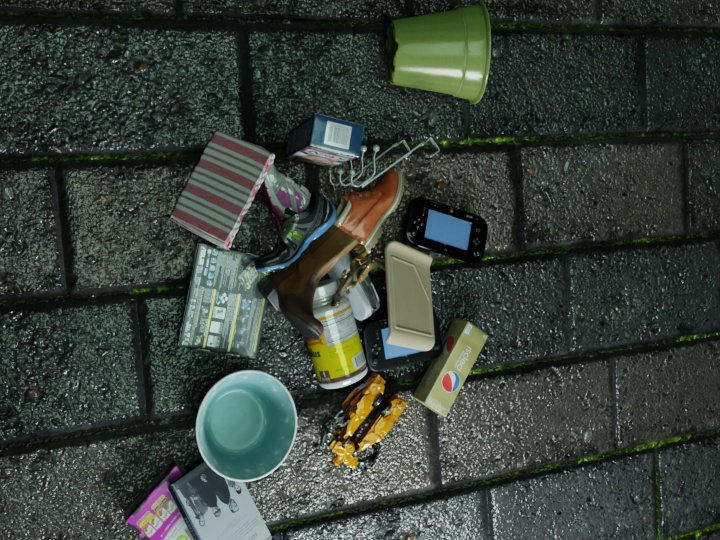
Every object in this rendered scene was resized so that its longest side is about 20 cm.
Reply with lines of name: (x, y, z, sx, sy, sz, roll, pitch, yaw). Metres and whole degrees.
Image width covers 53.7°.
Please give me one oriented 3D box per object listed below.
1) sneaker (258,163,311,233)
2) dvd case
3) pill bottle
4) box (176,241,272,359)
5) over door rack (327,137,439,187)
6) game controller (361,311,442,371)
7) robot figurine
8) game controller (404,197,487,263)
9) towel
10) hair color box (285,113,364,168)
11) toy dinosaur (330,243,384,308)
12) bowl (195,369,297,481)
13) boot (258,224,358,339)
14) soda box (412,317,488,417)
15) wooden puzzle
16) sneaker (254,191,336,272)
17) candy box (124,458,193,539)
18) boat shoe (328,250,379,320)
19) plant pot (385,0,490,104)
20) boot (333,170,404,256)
sneaker: (-0.144, -0.145, 1.413, 0.087, 0.081, 0.203, -31, 110, -17)
dvd case: (-0.265, 0.462, 1.356, 0.149, 0.024, 0.203, -25, 86, -55)
pill bottle: (-0.059, 0.126, 1.436, 0.107, 0.109, 0.205, -18, 98, -18)
box: (-0.263, 0.059, 1.392, 0.157, 0.049, 0.205, 11, 89, -19)
over door rack: (0.038, -0.230, 1.435, 0.197, 0.147, 0.068, -26, 106, -16)
game controller: (0.089, 0.148, 1.511, 0.196, 0.042, 0.107, -8, 97, -31)
robot figurine: (0.003, 0.325, 1.495, 0.145, 0.058, 0.201, 44, 78, -16)
game controller: (0.186, -0.087, 1.542, 0.196, 0.042, 0.107, 15, 88, -20)
towel: (-0.262, -0.157, 1.355, 0.144, 0.030, 0.203, 24, 83, 21)
hair color box: (-0.072, -0.244, 1.365, 0.098, 0.199, 0.062, 11, 89, -19)
toy dinosaur: (0.000, 0.000, 1.411, 0.060, 0.108, 0.199, 36, 46, 22)
bowl: (-0.231, 0.295, 1.376, 0.196, 0.105, 0.207, 3, 83, -25)
boot: (-0.074, 0.017, 1.353, 0.200, 0.187, 0.069, -44, 132, -11)
soda box: (0.196, 0.210, 1.553, 0.063, 0.068, 0.203, 33, 81, -18)
wooden puzzle: (0.098, 0.057, 1.469, 0.184, 0.037, 0.206, 18, 70, -55)
sneaker: (-0.132, -0.072, 1.352, 0.200, 0.070, 0.083, -46, 112, -17)
candy box: (-0.338, 0.487, 1.378, 0.136, 0.061, 0.201, -45, 105, -14)
boat shoe: (-0.019, -0.001, 1.468, 0.067, 0.071, 0.203, -29, 91, -43)
plant pot: (0.150, -0.447, 1.459, 0.185, 0.200, 0.206, -1, 93, -6)
boot: (0.016, -0.141, 1.457, 0.106, 0.075, 0.203, 36, 68, -17)
